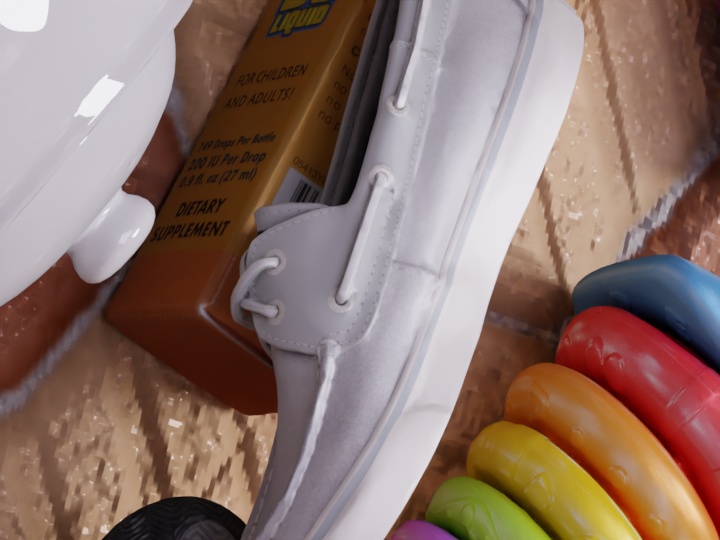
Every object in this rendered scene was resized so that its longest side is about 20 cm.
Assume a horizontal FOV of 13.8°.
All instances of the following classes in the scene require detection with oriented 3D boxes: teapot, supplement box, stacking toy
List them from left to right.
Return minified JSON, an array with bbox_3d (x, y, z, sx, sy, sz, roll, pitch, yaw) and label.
[{"bbox_3d":[-0.109,-0.056,0.750,0.146,0.200,0.197,40,37,-10],"label":"teapot"},{"bbox_3d":[0.002,-0.056,0.912,0.069,0.067,0.200,37,70,-25],"label":"supplement box"},{"bbox_3d":[0.052,0.095,0.931,0.200,0.110,0.116,-39,94,-16],"label":"stacking toy"}]

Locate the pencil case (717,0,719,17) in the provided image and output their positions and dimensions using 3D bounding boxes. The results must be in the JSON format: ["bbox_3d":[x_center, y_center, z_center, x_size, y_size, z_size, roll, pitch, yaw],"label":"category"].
[{"bbox_3d":[0.152,-0.126,1.002,0.088,0.088,0.200,-12,97,-33],"label":"pencil case"}]

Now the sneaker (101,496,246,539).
[{"bbox_3d":[-0.039,0.171,0.872,0.075,0.116,0.200,-11,76,0],"label":"sneaker"}]

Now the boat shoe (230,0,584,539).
[{"bbox_3d":[0.000,0.000,0.834,0.068,0.072,0.200,26,79,-11],"label":"boat shoe"}]
